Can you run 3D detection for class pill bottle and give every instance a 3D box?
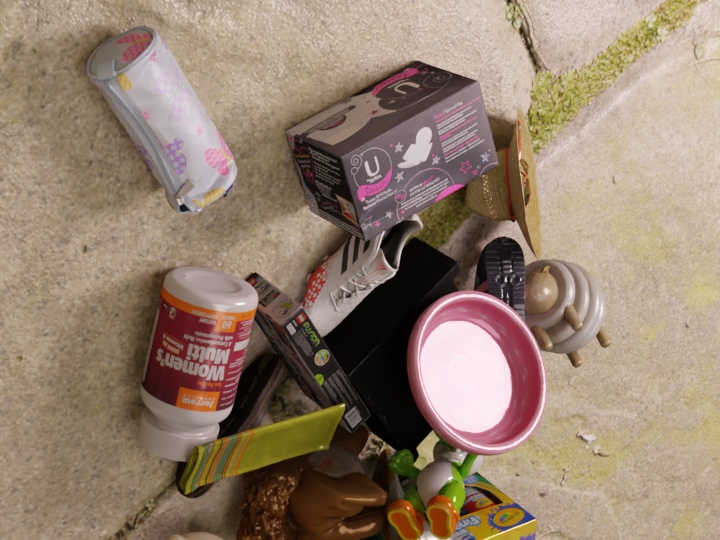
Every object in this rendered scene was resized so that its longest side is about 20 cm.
[{"bbox_3d":[-0.188,0.106,1.553,0.109,0.109,0.202,3,109,-37],"label":"pill bottle"}]

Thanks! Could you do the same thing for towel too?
[{"bbox_3d":[-0.111,0.205,1.587,0.199,0.018,0.086,-13,148,-32],"label":"towel"}]

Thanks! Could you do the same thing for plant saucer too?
[{"bbox_3d":[0.135,0.127,1.664,0.199,0.051,0.202,11,67,-28],"label":"plant saucer"}]

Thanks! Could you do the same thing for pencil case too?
[{"bbox_3d":[-0.206,-0.154,1.430,0.091,0.083,0.201,-55,134,-32],"label":"pencil case"}]

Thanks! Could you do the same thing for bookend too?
[{"bbox_3d":[0.067,0.103,1.752,0.200,0.092,0.199,-46,132,-11],"label":"bookend"}]

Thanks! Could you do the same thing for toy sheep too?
[{"bbox_3d":[0.270,0.053,1.852,0.138,0.138,0.200,-56,143,0],"label":"toy sheep"}]

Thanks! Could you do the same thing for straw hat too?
[{"bbox_3d":[0.173,-0.106,1.728,0.084,0.202,0.202,-7,125,12],"label":"straw hat"}]

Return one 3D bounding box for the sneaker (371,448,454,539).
[{"bbox_3d":[0.068,0.312,1.781,0.087,0.201,0.076,10,120,-18],"label":"sneaker"}]

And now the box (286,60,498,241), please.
[{"bbox_3d":[0.036,-0.144,1.583,0.199,0.132,0.116,-29,123,-22],"label":"box"}]

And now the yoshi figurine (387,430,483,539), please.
[{"bbox_3d":[0.102,0.234,1.703,0.200,0.112,0.112,-56,176,-49],"label":"yoshi figurine"}]

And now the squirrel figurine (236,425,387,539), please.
[{"bbox_3d":[-0.070,0.318,1.749,0.198,0.142,0.188,-3,124,-20],"label":"squirrel figurine"}]

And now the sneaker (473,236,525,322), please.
[{"bbox_3d":[0.177,0.061,1.781,0.069,0.082,0.202,9,83,-6],"label":"sneaker"}]

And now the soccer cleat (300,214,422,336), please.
[{"bbox_3d":[0.000,0.000,1.656,0.069,0.085,0.201,37,87,-41],"label":"soccer cleat"}]

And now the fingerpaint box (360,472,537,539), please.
[{"bbox_3d":[0.110,0.351,1.853,0.199,0.167,0.074,-14,119,-30],"label":"fingerpaint box"}]

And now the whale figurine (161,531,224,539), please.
[{"bbox_3d":[-0.238,0.384,1.646,0.198,0.104,0.160,6,133,-27],"label":"whale figurine"}]

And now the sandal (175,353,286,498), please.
[{"bbox_3d":[-0.146,0.192,1.649,0.055,0.081,0.201,41,78,-35],"label":"sandal"}]

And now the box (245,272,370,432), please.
[{"bbox_3d":[-0.068,0.099,1.638,0.035,0.110,0.201,-41,130,-13],"label":"box"}]
